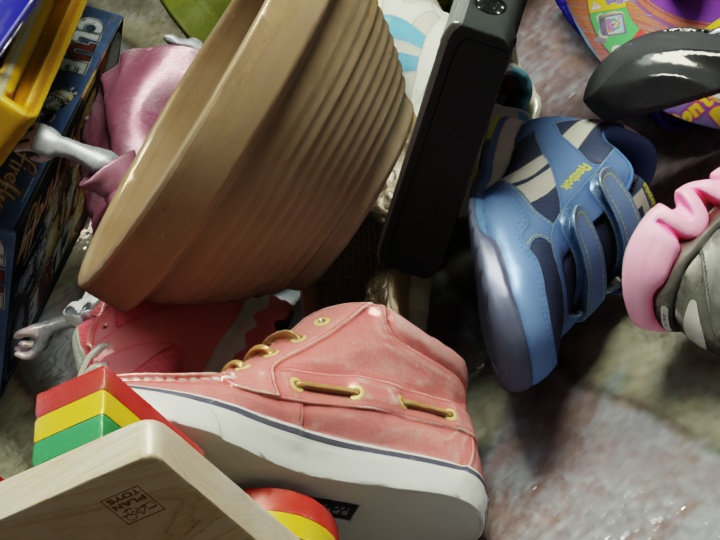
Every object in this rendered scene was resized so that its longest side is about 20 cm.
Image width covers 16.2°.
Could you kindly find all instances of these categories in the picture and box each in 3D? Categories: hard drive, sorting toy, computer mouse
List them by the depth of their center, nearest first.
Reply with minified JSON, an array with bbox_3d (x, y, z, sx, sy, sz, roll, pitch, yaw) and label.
[{"bbox_3d":[-0.108,0.131,1.038,0.199,0.199,0.070,-24,45,22],"label":"sorting toy"},{"bbox_3d":[0.196,-0.110,1.171,0.198,0.034,0.059,-15,7,15],"label":"computer mouse"},{"bbox_3d":[0.056,-0.111,1.188,0.201,0.033,0.140,-71,-2,-50],"label":"hard drive"}]

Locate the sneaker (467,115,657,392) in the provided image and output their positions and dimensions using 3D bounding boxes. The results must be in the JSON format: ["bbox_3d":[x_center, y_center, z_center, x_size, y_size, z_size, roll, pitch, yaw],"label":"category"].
[{"bbox_3d":[0.093,-0.017,1.157,0.081,0.074,0.200,-1,31,10],"label":"sneaker"}]

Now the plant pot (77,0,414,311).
[{"bbox_3d":[-0.040,-0.056,1.152,0.201,0.092,0.201,-55,10,15],"label":"plant pot"}]

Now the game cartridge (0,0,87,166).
[{"bbox_3d":[-0.224,-0.062,1.413,0.200,0.032,0.177,-51,15,29],"label":"game cartridge"}]

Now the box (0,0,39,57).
[{"bbox_3d":[-0.197,-0.156,1.382,0.119,0.041,0.200,-53,12,14],"label":"box"}]

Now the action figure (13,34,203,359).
[{"bbox_3d":[-0.115,-0.025,1.382,0.148,0.135,0.201,4,44,-4],"label":"action figure"}]

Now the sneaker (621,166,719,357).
[{"bbox_3d":[0.207,-0.030,1.089,0.200,0.079,0.095,-45,51,-12],"label":"sneaker"}]

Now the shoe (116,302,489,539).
[{"bbox_3d":[-0.039,0.060,1.087,0.072,0.199,0.092,125,151,-45],"label":"shoe"}]

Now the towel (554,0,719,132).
[{"bbox_3d":[0.179,-0.161,1.319,0.147,0.050,0.200,-35,28,3],"label":"towel"}]

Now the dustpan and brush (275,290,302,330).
[{"bbox_3d":[-0.089,0.063,1.276,0.139,0.057,0.201,-25,31,22],"label":"dustpan and brush"}]

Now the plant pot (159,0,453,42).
[{"bbox_3d":[-0.020,-0.207,1.491,0.193,0.200,0.201,-41,26,20],"label":"plant pot"}]

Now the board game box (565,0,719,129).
[{"bbox_3d":[0.190,-0.166,1.209,0.199,0.159,0.039,-33,-10,7],"label":"board game box"}]

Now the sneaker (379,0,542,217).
[{"bbox_3d":[0.052,-0.096,1.352,0.080,0.077,0.201,-24,37,9],"label":"sneaker"}]

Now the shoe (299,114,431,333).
[{"bbox_3d":[0.000,0.000,1.224,0.069,0.054,0.201,-1,55,4],"label":"shoe"}]

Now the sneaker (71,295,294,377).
[{"bbox_3d":[-0.104,0.064,1.164,0.074,0.086,0.200,-65,-4,35],"label":"sneaker"}]

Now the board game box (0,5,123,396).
[{"bbox_3d":[-0.189,-0.043,1.486,0.034,0.136,0.201,16,45,3],"label":"board game box"}]
